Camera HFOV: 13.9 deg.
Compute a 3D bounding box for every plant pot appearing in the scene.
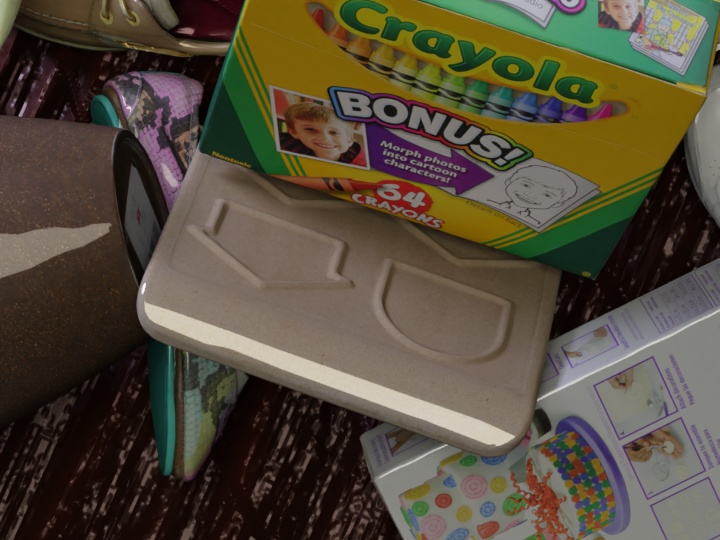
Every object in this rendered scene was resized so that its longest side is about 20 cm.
[{"bbox_3d":[-0.191,0.002,1.370,0.199,0.187,0.188,-13,86,10],"label":"plant pot"}]

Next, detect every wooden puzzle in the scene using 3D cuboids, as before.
[{"bbox_3d":[0.000,0.000,1.385,0.184,0.200,0.046,19,128,-1],"label":"wooden puzzle"}]

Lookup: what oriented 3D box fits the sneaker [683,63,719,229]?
[{"bbox_3d":[0.216,-0.012,1.399,0.075,0.100,0.201,-27,84,3],"label":"sneaker"}]

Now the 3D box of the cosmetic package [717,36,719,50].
[{"bbox_3d":[0.124,-0.197,1.376,0.103,0.087,0.201,-20,53,2],"label":"cosmetic package"}]

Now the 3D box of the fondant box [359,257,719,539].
[{"bbox_3d":[0.119,0.102,1.393,0.199,0.058,0.145,-26,112,1],"label":"fondant box"}]

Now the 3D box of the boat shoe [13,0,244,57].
[{"bbox_3d":[-0.094,-0.141,1.443,0.199,0.066,0.075,5,88,5],"label":"boat shoe"}]

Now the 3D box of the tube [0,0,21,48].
[{"bbox_3d":[-0.173,-0.170,1.419,0.052,0.058,0.201,0,63,15],"label":"tube"}]

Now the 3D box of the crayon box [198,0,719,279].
[{"bbox_3d":[0.041,-0.085,1.322,0.199,0.173,0.059,17,61,-4],"label":"crayon box"}]

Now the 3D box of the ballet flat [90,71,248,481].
[{"bbox_3d":[-0.080,-0.001,1.441,0.071,0.069,0.201,-10,86,-16],"label":"ballet flat"}]
